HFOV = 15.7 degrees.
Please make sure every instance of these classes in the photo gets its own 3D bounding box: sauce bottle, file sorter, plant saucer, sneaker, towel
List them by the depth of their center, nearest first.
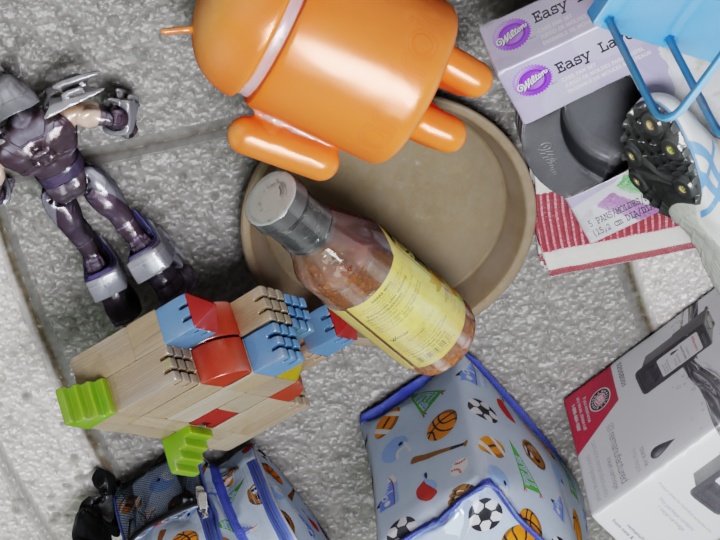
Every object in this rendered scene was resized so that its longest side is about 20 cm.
[{"bbox_3d":[0.266,-0.144,1.543,0.200,0.123,0.139,14,126,-29],"label":"file sorter"},{"bbox_3d":[0.229,-0.052,1.677,0.072,0.072,0.200,-51,131,-14],"label":"sneaker"},{"bbox_3d":[0.000,0.000,1.698,0.066,0.066,0.200,-34,137,14],"label":"sauce bottle"},{"bbox_3d":[0.181,-0.093,1.748,0.144,0.023,0.200,-11,125,-3],"label":"towel"},{"bbox_3d":[0.018,-0.038,1.758,0.200,0.029,0.200,-3,123,-4],"label":"plant saucer"}]

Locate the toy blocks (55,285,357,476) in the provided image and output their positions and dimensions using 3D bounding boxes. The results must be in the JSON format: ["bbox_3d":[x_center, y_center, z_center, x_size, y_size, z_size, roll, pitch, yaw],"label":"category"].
[{"bbox_3d":[-0.088,0.061,1.720,0.137,0.100,0.200,-30,156,27],"label":"toy blocks"}]

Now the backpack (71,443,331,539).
[{"bbox_3d":[-0.086,0.231,1.822,0.154,0.191,0.200,-32,120,13],"label":"backpack"}]

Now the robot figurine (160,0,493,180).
[{"bbox_3d":[-0.018,-0.143,1.628,0.200,0.117,0.144,24,130,-11],"label":"robot figurine"}]

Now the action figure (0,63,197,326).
[{"bbox_3d":[-0.188,-0.055,1.701,0.130,0.069,0.200,-23,119,16],"label":"action figure"}]

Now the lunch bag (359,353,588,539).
[{"bbox_3d":[0.096,0.186,1.828,0.124,0.170,0.200,-35,121,19],"label":"lunch bag"}]

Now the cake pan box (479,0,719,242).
[{"bbox_3d":[0.193,-0.123,1.666,0.200,0.052,0.184,-24,135,8],"label":"cake pan box"}]

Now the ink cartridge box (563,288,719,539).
[{"bbox_3d":[0.250,0.094,1.802,0.200,0.145,0.083,-39,117,18],"label":"ink cartridge box"}]
